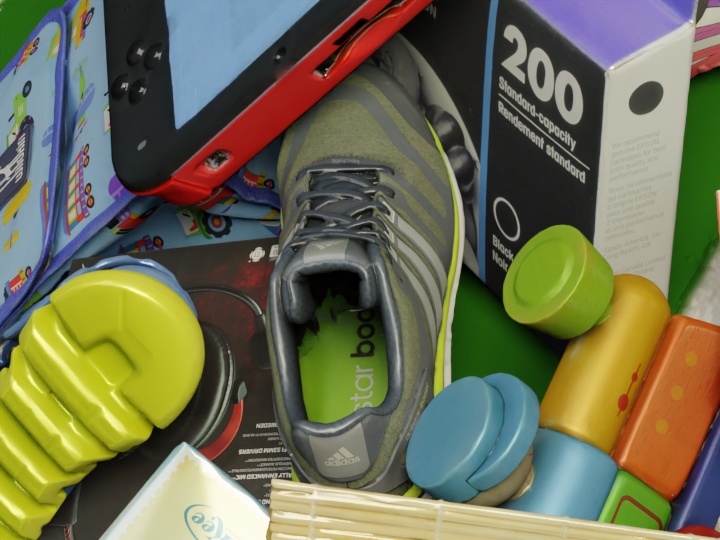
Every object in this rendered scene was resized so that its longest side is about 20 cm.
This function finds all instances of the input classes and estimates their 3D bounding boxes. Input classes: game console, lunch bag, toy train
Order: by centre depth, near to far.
[{"bbox_3d":[0.098,0.020,0.822,0.085,0.116,0.200,2,61,54],"label":"toy train"},{"bbox_3d":[-0.032,-0.136,0.893,0.200,0.031,0.177,-38,47,31],"label":"game console"},{"bbox_3d":[-0.114,-0.050,1.044,0.200,0.094,0.151,-32,48,34],"label":"lunch bag"}]

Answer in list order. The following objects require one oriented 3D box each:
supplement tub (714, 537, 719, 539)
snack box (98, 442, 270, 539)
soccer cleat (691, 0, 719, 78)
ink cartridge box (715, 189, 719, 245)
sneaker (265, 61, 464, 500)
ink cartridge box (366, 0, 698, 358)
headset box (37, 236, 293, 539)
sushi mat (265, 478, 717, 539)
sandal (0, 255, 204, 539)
[{"bbox_3d":[0.149,0.165,0.650,0.132,0.200,0.132,-16,54,23],"label":"supplement tub"},{"bbox_3d":[-0.020,0.166,0.793,0.200,0.037,0.116,39,85,6],"label":"snack box"},{"bbox_3d":[0.167,-0.115,0.918,0.200,0.073,0.068,-41,20,25],"label":"soccer cleat"},{"bbox_3d":[0.227,0.009,0.789,0.200,0.050,0.109,-10,56,18],"label":"ink cartridge box"},{"bbox_3d":[0.000,0.000,0.841,0.074,0.081,0.200,-10,58,7],"label":"sneaker"},{"bbox_3d":[0.052,-0.091,0.890,0.043,0.200,0.198,-18,42,-25],"label":"ink cartridge box"},{"bbox_3d":[-0.057,0.092,0.912,0.148,0.075,0.200,-5,58,28],"label":"headset box"},{"bbox_3d":[0.064,0.127,0.764,0.199,0.012,0.096,8,94,2],"label":"sushi mat"},{"bbox_3d":[-0.129,0.059,0.888,0.200,0.080,0.087,-33,10,21],"label":"sandal"}]
